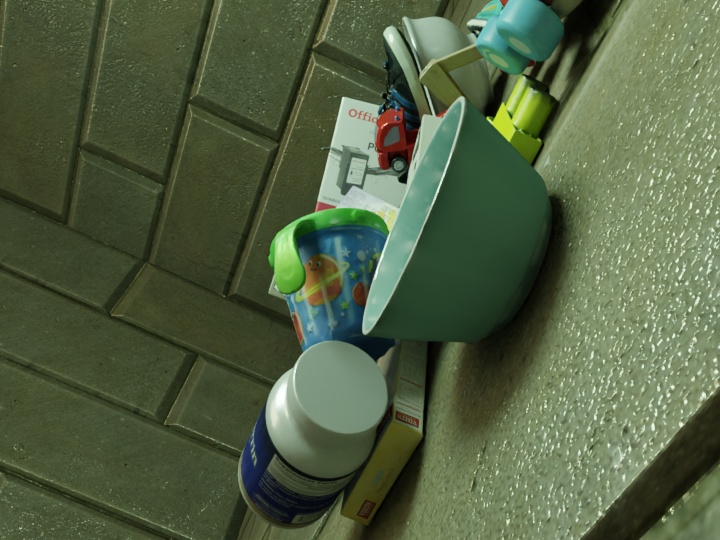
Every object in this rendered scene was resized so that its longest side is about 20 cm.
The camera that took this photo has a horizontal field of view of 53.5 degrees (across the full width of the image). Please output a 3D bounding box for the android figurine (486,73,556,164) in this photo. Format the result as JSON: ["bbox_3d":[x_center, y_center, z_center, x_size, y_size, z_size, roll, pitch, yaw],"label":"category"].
[{"bbox_3d":[0.135,-0.098,0.741,0.183,0.040,0.203,-78,13,-63],"label":"android figurine"}]

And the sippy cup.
[{"bbox_3d":[-0.021,0.027,0.747,0.140,0.173,0.134,-49,47,52],"label":"sippy cup"}]

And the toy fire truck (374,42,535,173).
[{"bbox_3d":[0.107,-0.200,0.851,0.049,0.194,0.144,-81,-16,-57],"label":"toy fire truck"}]

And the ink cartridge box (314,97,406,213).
[{"bbox_3d":[0.019,-0.139,1.066,0.083,0.141,0.206,-15,-61,-83],"label":"ink cartridge box"}]

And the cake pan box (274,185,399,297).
[{"bbox_3d":[0.000,0.000,0.926,0.186,0.052,0.199,-52,41,-3],"label":"cake pan box"}]

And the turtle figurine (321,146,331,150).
[{"bbox_3d":[0.028,-0.152,1.227,0.199,0.144,0.194,-43,-23,-2],"label":"turtle figurine"}]

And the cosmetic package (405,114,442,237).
[{"bbox_3d":[0.073,-0.075,0.776,0.084,0.049,0.203,100,-179,-46],"label":"cosmetic package"}]

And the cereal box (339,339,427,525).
[{"bbox_3d":[0.030,0.151,0.783,0.202,0.039,0.146,-78,11,-57],"label":"cereal box"}]

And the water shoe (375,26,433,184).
[{"bbox_3d":[0.051,-0.204,0.918,0.072,0.077,0.204,-84,-25,-64],"label":"water shoe"}]

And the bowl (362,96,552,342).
[{"bbox_3d":[0.084,-0.023,0.585,0.201,0.103,0.206,-156,89,-84],"label":"bowl"}]

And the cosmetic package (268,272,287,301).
[{"bbox_3d":[-0.028,0.017,1.055,0.071,0.195,0.108,-111,43,-83],"label":"cosmetic package"}]

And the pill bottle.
[{"bbox_3d":[-0.049,0.165,0.711,0.202,0.113,0.117,119,173,-45],"label":"pill bottle"}]

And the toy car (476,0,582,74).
[{"bbox_3d":[0.134,-0.329,0.684,0.187,0.197,0.177,-58,6,5],"label":"toy car"}]

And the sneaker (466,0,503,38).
[{"bbox_3d":[0.196,-0.354,1.005,0.080,0.077,0.201,-51,13,22],"label":"sneaker"}]

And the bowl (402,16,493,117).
[{"bbox_3d":[0.129,-0.266,0.995,0.201,0.088,0.206,-20,-89,-84],"label":"bowl"}]
